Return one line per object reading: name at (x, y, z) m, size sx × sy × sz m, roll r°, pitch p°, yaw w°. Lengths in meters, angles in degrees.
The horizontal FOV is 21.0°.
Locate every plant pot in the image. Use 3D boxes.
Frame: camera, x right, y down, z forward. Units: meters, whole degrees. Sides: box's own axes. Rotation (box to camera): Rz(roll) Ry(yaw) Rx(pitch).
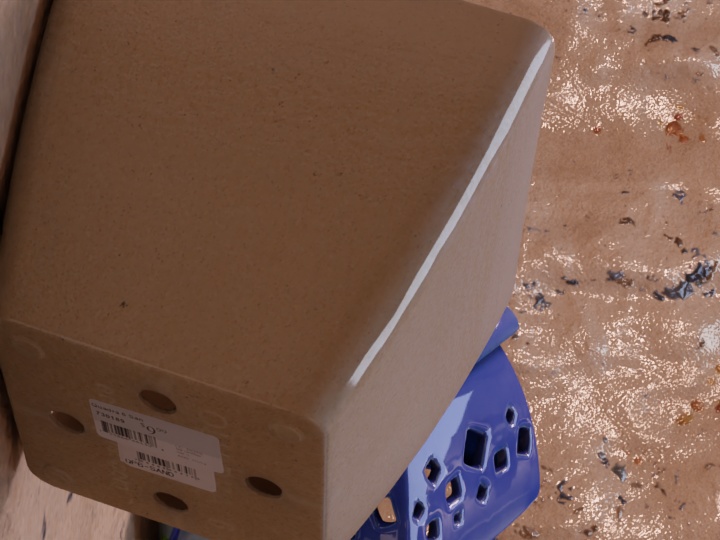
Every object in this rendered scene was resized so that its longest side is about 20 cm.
plant pot at (-0.048, 0.003, 0.797) m, size 0.201 × 0.198 × 0.178 m, roll 92°, pitch 17°, yaw -58°
plant pot at (0.007, 0.105, 1.449) m, size 0.199 × 0.198 × 0.182 m, roll -30°, pitch 126°, yaw -49°

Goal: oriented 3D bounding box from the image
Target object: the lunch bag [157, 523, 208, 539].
lunch bag at (-0.074, 0.151, 1.276) m, size 0.201 × 0.126 × 0.171 m, roll 113°, pitch -12°, yaw -47°
